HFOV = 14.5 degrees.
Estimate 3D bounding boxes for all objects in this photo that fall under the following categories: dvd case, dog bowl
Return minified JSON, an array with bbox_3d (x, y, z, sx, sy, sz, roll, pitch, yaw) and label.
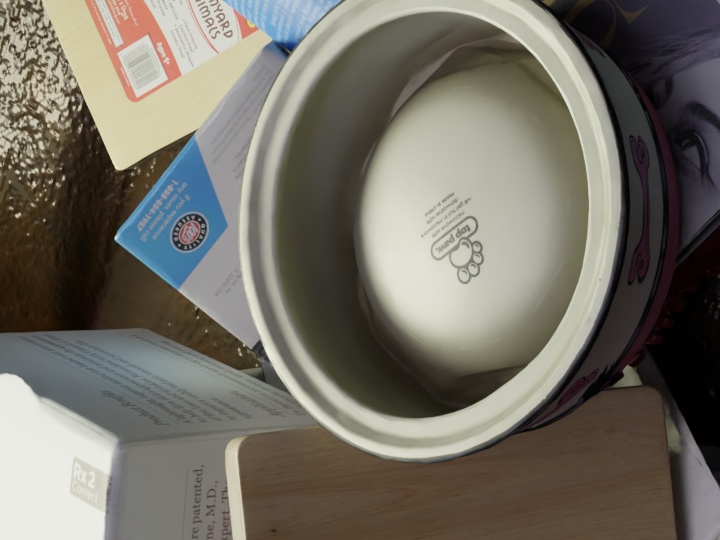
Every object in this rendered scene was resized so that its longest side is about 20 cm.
[{"bbox_3d":[0.096,-0.062,1.191,0.200,0.016,0.149,-46,59,27],"label":"dvd case"},{"bbox_3d":[0.046,-0.021,1.173,0.199,0.074,0.201,-4,84,39],"label":"dog bowl"}]

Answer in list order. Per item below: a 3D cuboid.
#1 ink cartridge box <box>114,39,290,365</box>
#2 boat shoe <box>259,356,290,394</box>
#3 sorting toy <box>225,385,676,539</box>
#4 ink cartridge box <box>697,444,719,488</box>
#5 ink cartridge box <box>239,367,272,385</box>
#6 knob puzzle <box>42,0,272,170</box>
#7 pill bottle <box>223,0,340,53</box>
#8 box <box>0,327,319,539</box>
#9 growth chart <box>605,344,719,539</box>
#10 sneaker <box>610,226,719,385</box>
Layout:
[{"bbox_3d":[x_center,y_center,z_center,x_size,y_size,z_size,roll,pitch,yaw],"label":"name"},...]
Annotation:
[{"bbox_3d":[0.000,0.000,1.323,0.200,0.068,0.116,39,96,-3],"label":"ink cartridge box"},{"bbox_3d":[-0.009,0.015,1.388,0.069,0.071,0.201,-20,86,41],"label":"boat shoe"},{"bbox_3d":[0.039,0.160,1.246,0.070,0.199,0.200,175,89,-70],"label":"sorting toy"},{"bbox_3d":[0.157,0.163,1.301,0.199,0.047,0.161,6,102,36],"label":"ink cartridge box"},{"bbox_3d":[-0.051,0.153,1.452,0.115,0.068,0.201,-9,93,40],"label":"ink cartridge box"},{"bbox_3d":[-0.074,-0.173,1.419,0.219,0.030,0.221,2,94,26],"label":"knob puzzle"},{"bbox_3d":[0.007,-0.139,1.307,0.200,0.112,0.112,39,121,12],"label":"pill bottle"},{"bbox_3d":[-0.115,0.145,1.337,0.199,0.130,0.201,21,108,54],"label":"box"},{"bbox_3d":[0.116,0.099,1.306,0.145,0.018,0.201,-48,55,42],"label":"growth chart"},{"bbox_3d":[0.110,-0.012,1.263,0.200,0.078,0.082,-39,55,4],"label":"sneaker"}]
